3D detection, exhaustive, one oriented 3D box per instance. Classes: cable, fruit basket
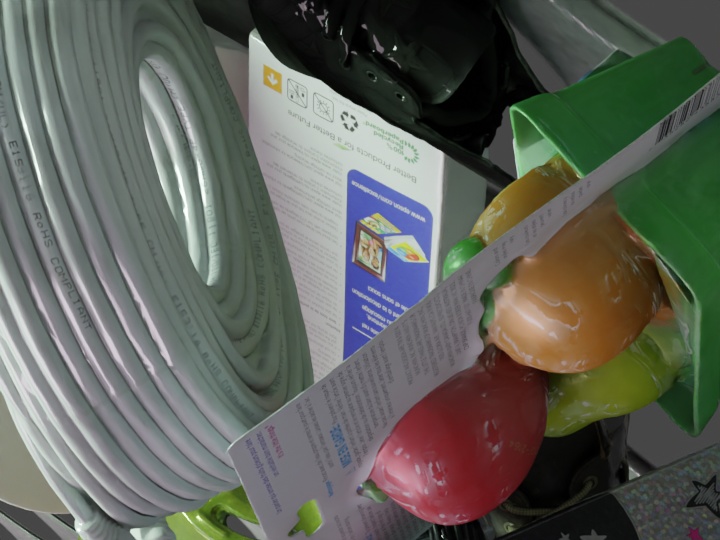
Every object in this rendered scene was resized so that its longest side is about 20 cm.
[{"bbox_3d":[-0.078,-0.022,0.893,0.200,0.069,0.201,61,-164,-46],"label":"cable"},{"bbox_3d":[0.045,0.020,0.897,0.094,0.199,0.185,54,173,22],"label":"fruit basket"}]

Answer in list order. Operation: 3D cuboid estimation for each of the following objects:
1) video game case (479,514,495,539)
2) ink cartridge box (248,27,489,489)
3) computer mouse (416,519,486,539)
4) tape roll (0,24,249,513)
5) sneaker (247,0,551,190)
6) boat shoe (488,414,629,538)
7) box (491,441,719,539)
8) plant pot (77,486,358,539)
[{"bbox_3d":[0.077,0.155,1.396,0.180,0.026,0.200,38,-166,-2],"label":"video game case"},{"bbox_3d":[0.000,0.000,1.100,0.094,0.037,0.201,29,135,28],"label":"ink cartridge box"},{"bbox_3d":[0.024,0.144,1.227,0.052,0.139,0.200,1,150,-19],"label":"computer mouse"},{"bbox_3d":[-0.129,-0.022,1.145,0.139,0.203,0.203,31,165,38],"label":"tape roll"},{"bbox_3d":[0.002,-0.092,0.934,0.104,0.060,0.200,29,168,33],"label":"sneaker"},{"bbox_3d":[0.085,0.085,1.200,0.074,0.074,0.200,-12,159,9],"label":"boat shoe"},{"bbox_3d":[0.079,0.141,0.974,0.115,0.199,0.132,63,155,11],"label":"box"},{"bbox_3d":[-0.055,0.139,1.559,0.200,0.200,0.190,35,154,10],"label":"plant pot"}]
